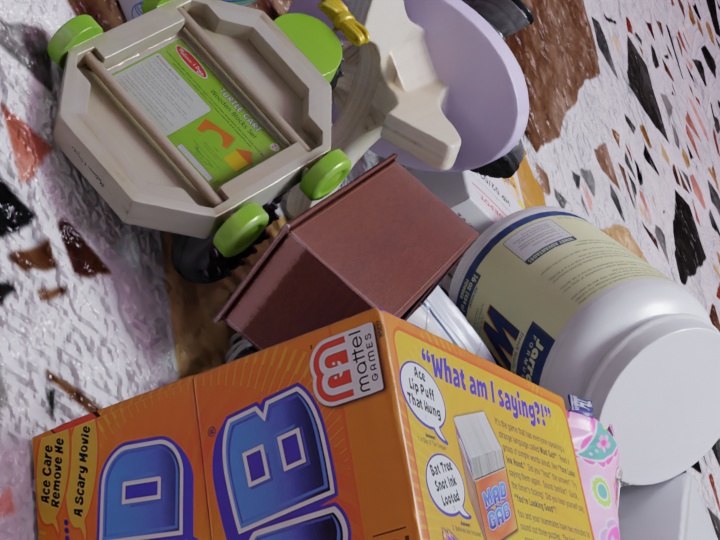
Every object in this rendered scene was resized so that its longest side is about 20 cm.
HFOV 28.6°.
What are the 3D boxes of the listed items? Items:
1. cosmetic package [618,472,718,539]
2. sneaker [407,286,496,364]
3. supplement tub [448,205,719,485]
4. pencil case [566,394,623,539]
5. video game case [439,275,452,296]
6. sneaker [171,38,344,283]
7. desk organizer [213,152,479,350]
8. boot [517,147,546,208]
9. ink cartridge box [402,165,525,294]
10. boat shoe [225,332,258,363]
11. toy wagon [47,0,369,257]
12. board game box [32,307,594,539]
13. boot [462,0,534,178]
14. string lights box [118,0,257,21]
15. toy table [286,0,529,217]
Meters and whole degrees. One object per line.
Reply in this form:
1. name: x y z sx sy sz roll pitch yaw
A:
1. cosmetic package: 0.183 0.283 0.997 0.201 0.166 0.167 63 26 -21
2. sneaker: 0.033 0.041 1.003 0.200 0.071 0.073 52 -5 -30
3. supplement tub: 0.169 0.052 1.041 0.145 0.145 0.200 49 -3 -37
4. pencil case: 0.129 0.184 0.871 0.087 0.087 0.202 43 36 -43
5. video game case: 0.072 0.093 1.101 0.143 0.019 0.202 16 59 -60
6. sneaker: -0.083 -0.076 0.861 0.067 0.090 0.201 90 20 -53
7. desk organizer: 0.000 0.000 0.828 0.077 0.072 0.200 41 24 4
8. boot: 0.131 -0.053 1.266 0.201 0.070 0.145 -65 134 -70
9. ink cartridge box: 0.082 -0.059 1.151 0.115 0.067 0.201 39 33 -43
10. boat shoe: -0.058 0.053 0.825 0.093 0.075 0.199 57 23 16
11. toy wagon: -0.074 -0.098 0.801 0.199 0.040 0.155 -34 77 -37
12. board game box: -0.009 0.163 0.668 0.200 0.198 0.202 27 48 -55
13. boot: 0.088 -0.160 1.090 0.200 0.132 0.070 40 -9 43
14. string lights box: -0.048 -0.211 0.869 0.059 0.199 0.103 67 25 -5
15. toy table: 0.006 -0.130 0.975 0.117 0.198 0.186 -27 130 -55
